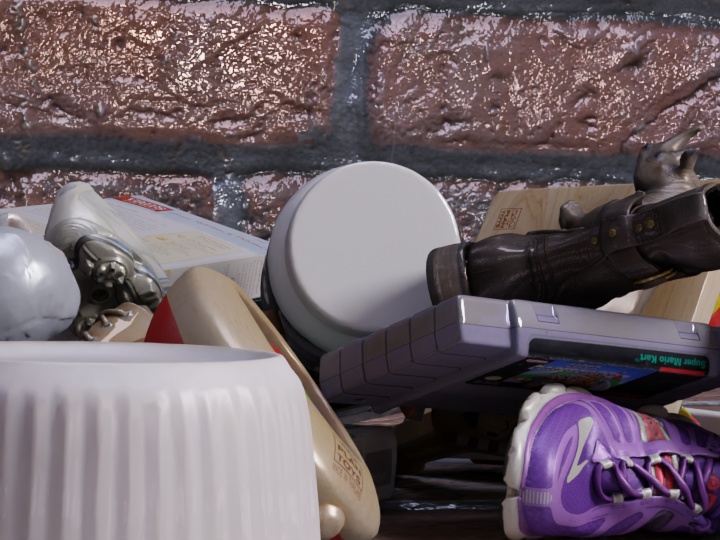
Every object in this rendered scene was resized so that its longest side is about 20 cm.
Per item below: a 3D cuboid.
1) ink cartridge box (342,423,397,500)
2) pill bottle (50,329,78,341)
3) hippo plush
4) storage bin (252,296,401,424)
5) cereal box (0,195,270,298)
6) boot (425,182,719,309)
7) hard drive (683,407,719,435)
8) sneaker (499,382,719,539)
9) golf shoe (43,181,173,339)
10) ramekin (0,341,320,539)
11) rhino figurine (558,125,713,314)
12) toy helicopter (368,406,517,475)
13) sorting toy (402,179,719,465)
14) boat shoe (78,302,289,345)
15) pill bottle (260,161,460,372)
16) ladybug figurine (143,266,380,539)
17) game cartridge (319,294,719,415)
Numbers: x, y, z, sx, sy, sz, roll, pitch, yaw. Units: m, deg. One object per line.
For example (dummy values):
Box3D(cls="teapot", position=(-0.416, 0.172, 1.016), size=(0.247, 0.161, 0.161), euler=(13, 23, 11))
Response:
Box3D(cls="ink cartridge box", position=(-0.098, 0.109, 1.223), size=(0.200, 0.050, 0.161), euler=(4, 2, 19))
Box3D(cls="pill bottle", position=(-0.208, 0.070, 1.444), size=(0.112, 0.112, 0.200), euler=(0, 2, -38))
Box3D(cls="hippo plush", position=(-0.176, 0.051, 1.083), size=(0.159, 0.161, 0.200), euler=(0, 1, -33))
Box3D(cls="storage bin", position=(-0.053, 0.063, 1.465), size=(0.135, 0.094, 0.200), euler=(-11, -2, -11))
Box3D(cls="cereal box", position=(-0.164, -0.009, 1.436), size=(0.144, 0.040, 0.200), euler=(20, 16, 34))
Box3D(cls="boot", position=(0.145, -0.001, 1.156), size=(0.174, 0.069, 0.200), euler=(-16, -9, 24))
Box3D(cls="hard drive", position=(0.306, 0.115, 1.419), size=(0.132, 0.027, 0.200), euler=(11, -4, -33))
Box3D(cls="sneaker", position=(0.146, 0.101, 1.108), size=(0.083, 0.081, 0.200), euler=(10, 6, 42))
Box3D(cls="golf shoe", position=(-0.127, 0.027, 1.298), size=(0.078, 0.200, 0.097), euler=(-20, 43, 6))
Box3D(cls="ramekin", position=(-0.111, 0.084, 0.881), size=(0.200, 0.105, 0.200), euler=(1, 1, 0))
Box3D(cls="rhino figurine", position=(0.163, -0.015, 1.347), size=(0.087, 0.200, 0.060), euler=(7, -36, 52))
Box3D(cls="toy helicopter", position=(0.053, 0.093, 1.308), size=(0.132, 0.079, 0.200), euler=(21, -25, -28))
Box3D(cls="sorting toy", position=(0.150, 0.046, 1.410), size=(0.199, 0.200, 0.070), euler=(-1, -34, 42))
Box3D(cls="boat shoe", position=(-0.131, 0.055, 1.210), size=(0.200, 0.072, 0.076), euler=(-3, -6, -24))
Box3D(cls="pill bottle", position=(0.000, 0.000, 1.270), size=(0.113, 0.113, 0.200), euler=(1, -8, -5))
Box3D(cls="ladybug figurine", position=(-0.055, 0.075, 1.046), size=(0.072, 0.136, 0.200), euler=(-37, 30, 0))
Box3D(cls="game cartridge", position=(0.095, 0.052, 1.141), size=(0.200, 0.038, 0.130), euler=(7, -16, -34))
